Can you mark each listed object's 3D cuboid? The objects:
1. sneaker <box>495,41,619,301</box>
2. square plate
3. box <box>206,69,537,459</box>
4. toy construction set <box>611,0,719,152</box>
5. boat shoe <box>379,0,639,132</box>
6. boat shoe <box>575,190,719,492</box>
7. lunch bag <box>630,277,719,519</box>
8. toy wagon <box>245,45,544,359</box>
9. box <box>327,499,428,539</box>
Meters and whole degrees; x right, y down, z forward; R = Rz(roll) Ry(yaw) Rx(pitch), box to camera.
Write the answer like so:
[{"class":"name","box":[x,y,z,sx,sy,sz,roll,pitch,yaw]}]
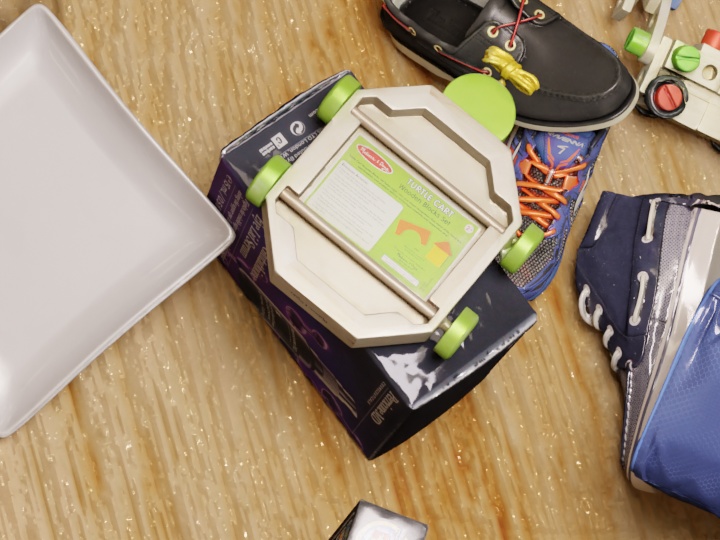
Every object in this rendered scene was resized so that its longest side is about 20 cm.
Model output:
[{"class":"sneaker","box":[0.122,-0.072,1.525,0.075,0.078,0.201,20,70,-3]},{"class":"square plate","box":[-0.213,-0.031,1.451,0.198,0.028,0.200,-41,83,2]},{"class":"box","box":[0.000,0.000,1.443,0.104,0.148,0.200,-34,81,-18]},{"class":"toy construction set","box":[0.255,-0.150,1.567,0.199,0.092,0.132,25,90,5]},{"class":"boat shoe","box":[0.092,-0.151,1.506,0.201,0.063,0.074,30,69,31]},{"class":"boat shoe","box":[0.181,0.041,1.514,0.092,0.075,0.201,12,79,23]},{"class":"lunch bag","box":[0.263,0.090,1.405,0.132,0.200,0.136,26,100,18]},{"class":"toy wagon","box":[0.035,-0.048,1.367,0.155,0.040,0.200,39,70,3]},{"class":"box","box":[-0.023,0.232,1.337,0.044,0.200,0.161,22,71,-2]}]
